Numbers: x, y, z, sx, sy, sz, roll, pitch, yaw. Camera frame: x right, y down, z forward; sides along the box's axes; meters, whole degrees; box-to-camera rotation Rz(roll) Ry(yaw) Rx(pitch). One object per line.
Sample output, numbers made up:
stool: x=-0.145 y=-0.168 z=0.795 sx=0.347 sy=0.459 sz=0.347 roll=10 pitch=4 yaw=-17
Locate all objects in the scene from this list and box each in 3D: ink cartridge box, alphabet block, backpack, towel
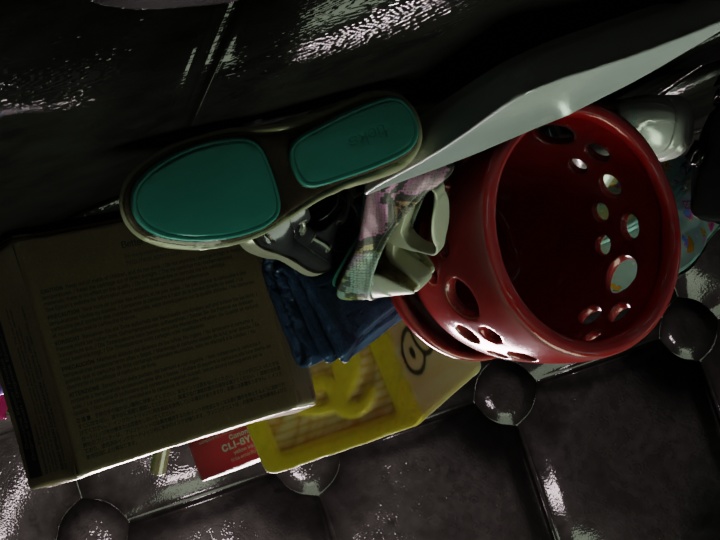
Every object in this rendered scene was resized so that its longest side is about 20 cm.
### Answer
ink cartridge box: x=-0.153 y=0.120 z=1.640 sx=0.083 sy=0.201 sz=0.145 roll=-23 pitch=174 yaw=13
alphabet block: x=-0.016 y=0.073 z=1.545 sx=0.196 sy=0.196 sz=0.200 roll=-24 pitch=-179 yaw=25
backpack: x=0.361 y=-0.119 z=1.248 sx=0.153 sy=0.164 sz=0.200 roll=19 pitch=-165 yaw=8
ink cartridge box: x=-0.157 y=0.047 z=1.044 sx=0.199 sy=0.166 sz=0.075 roll=-13 pitch=175 yaw=-42
towel: x=0.000 y=0.000 z=1.246 sx=0.048 sy=0.112 sz=0.200 roll=-18 pitch=-171 yaw=37
backpack: x=0.292 y=-0.051 z=1.607 sx=0.175 sy=0.154 sz=0.200 roll=-19 pitch=-160 yaw=34

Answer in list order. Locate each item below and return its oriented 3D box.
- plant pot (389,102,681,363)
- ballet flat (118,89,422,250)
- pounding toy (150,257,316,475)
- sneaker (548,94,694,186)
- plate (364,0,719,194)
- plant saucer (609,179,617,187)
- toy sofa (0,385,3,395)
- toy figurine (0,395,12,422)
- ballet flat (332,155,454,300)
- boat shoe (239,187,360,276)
plant pot: x=0.126 y=-0.025 z=1.184 sx=0.199 sy=0.202 sz=0.182 roll=-15 pitch=-177 yaw=-33
ballet flat: x=-0.056 y=-0.059 z=0.886 sx=0.199 sy=0.070 sz=0.069 roll=-17 pitch=175 yaw=-23
pounding toy: x=-0.130 y=0.074 z=1.290 sx=0.141 sy=0.185 sz=0.200 roll=-11 pitch=174 yaw=-10
sneaker: x=0.189 y=-0.110 z=1.262 sx=0.088 sy=0.076 sz=0.200 roll=4 pitch=163 yaw=-28
plate: x=0.118 y=-0.118 z=0.948 sx=0.199 sy=0.033 sz=0.200 roll=-22 pitch=177 yaw=-32
plant saucer: x=0.170 y=-0.084 z=1.498 sx=0.199 sy=0.049 sz=0.200 roll=-22 pitch=174 yaw=29
toy sofa: x=-0.302 y=0.061 z=1.129 sx=0.199 sy=0.083 sz=0.097 roll=-15 pitch=175 yaw=-34
toy figurine: x=-0.330 y=0.090 z=1.313 sx=0.199 sy=0.151 sz=0.184 roll=8 pitch=177 yaw=35
ballet flat: x=0.027 y=-0.026 z=1.097 sx=0.069 sy=0.071 sz=0.200 roll=-52 pitch=168 yaw=-35
boat shoe: x=-0.031 y=-0.040 z=1.106 sx=0.062 sy=0.073 sz=0.200 roll=-18 pitch=172 yaw=20
